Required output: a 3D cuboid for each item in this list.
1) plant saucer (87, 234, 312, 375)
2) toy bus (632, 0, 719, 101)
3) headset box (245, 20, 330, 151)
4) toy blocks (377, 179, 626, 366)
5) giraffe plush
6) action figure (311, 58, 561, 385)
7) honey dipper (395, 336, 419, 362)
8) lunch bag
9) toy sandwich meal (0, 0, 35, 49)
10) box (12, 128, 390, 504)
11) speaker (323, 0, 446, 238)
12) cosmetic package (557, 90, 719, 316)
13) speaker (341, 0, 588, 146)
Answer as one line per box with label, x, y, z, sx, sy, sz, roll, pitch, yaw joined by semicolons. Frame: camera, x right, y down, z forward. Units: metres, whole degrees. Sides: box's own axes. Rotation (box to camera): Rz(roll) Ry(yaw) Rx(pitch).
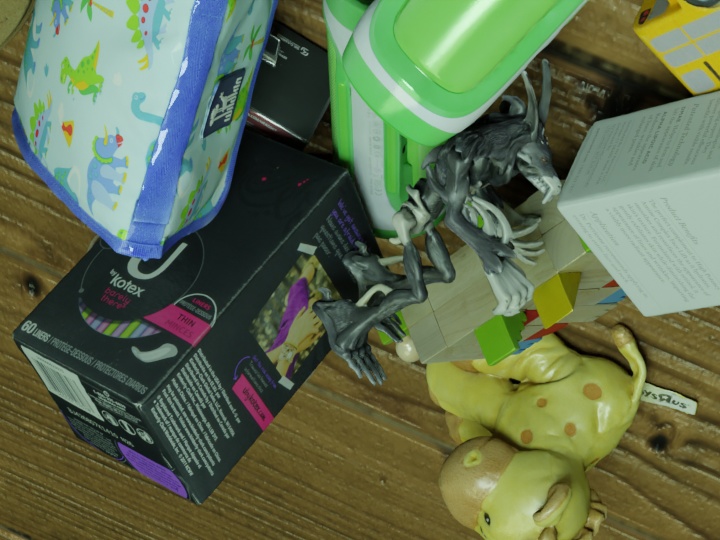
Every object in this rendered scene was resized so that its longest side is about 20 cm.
plant saucer;-0.117;0.020;1.538;0.198;0.035;0.201;18;144;14
toy bus;0.220;-0.123;1.092;0.200;0.065;0.078;43;145;-21
headset box;-0.108;-0.109;1.326;0.148;0.078;0.200;30;145;-4
toy blocks;0.123;0.001;1.274;0.136;0.101;0.200;-2;154;-47
giraffe plush;0.121;0.137;1.409;0.198;0.163;0.173;7;141;28
action figure;0.064;-0.025;1.150;0.102;0.119;0.200;42;119;0
honey dipper;0.000;0.000;1.432;0.038;0.038;0.201;3;142;32
lunch bag;-0.120;-0.120;1.131;0.126;0.200;0.172;10;110;-18
toy sandwich meal;-0.306;-0.207;1.299;0.203;0.071;0.207;-14;135;-15
box;-0.094;0.021;1.221;0.122;0.200;0.107;22;151;36
speaker;0.021;-0.110;1.213;0.088;0.089;0.201;17;144;14
cosmetic package;0.216;-0.043;1.078;0.199;0.074;0.102;-12;131;43
speaker;0.079;-0.161;1.048;0.088;0.089;0.200;38;113;-15
